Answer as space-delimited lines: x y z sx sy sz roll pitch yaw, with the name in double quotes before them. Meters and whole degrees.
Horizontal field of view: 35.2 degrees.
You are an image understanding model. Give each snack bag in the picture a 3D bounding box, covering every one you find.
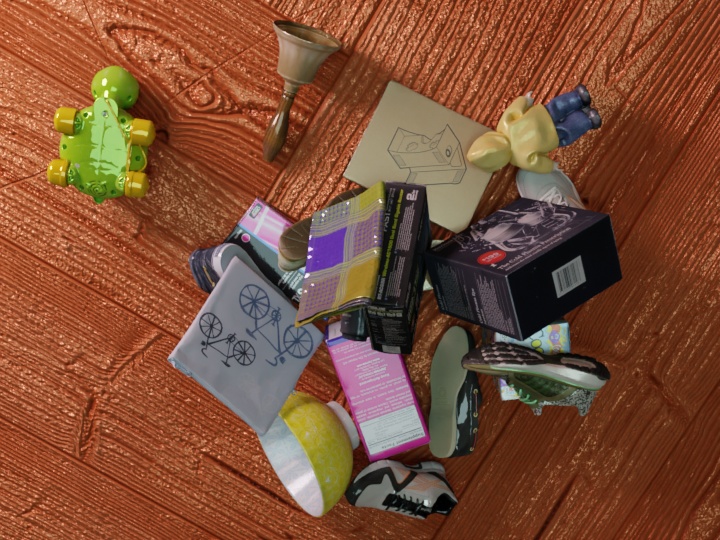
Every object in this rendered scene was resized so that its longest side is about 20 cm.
"snack bag" -0.157 0.110 1.607 0.189 0.021 0.200 43 54 -20

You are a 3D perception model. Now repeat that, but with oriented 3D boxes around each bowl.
"bowl" -0.067 0.255 1.699 0.108 0.200 0.200 -28 100 -23

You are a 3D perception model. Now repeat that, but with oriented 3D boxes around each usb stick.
"usb stick" 0.000 0.000 1.622 0.033 0.055 0.200 4 93 -42

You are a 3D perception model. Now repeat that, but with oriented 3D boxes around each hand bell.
"hand bell" -0.105 -0.251 1.655 0.104 0.104 0.200 18 111 -4

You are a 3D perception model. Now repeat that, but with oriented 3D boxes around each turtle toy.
"turtle toy" -0.364 -0.195 1.641 0.145 0.101 0.200 9 99 -3

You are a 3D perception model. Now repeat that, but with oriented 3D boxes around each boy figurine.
"boy figurine" 0.250 -0.193 1.653 0.200 0.064 0.125 -27 90 -4

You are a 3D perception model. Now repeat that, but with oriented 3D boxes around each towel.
"towel" -0.026 -0.021 1.556 0.143 0.200 0.023 -19 140 40

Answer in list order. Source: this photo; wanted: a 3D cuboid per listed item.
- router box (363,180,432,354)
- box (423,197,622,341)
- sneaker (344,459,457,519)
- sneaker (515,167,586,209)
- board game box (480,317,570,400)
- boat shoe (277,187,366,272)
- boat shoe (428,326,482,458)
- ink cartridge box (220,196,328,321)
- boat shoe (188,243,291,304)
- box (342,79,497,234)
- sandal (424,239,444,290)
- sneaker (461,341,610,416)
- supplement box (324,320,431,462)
"router box" 0.054 -0.003 1.600 0.062 0.150 0.200 6 62 11
"box" 0.226 -0.007 1.591 0.200 0.182 0.104 -29 114 -27
"sneaker" 0.067 0.332 1.701 0.200 0.080 0.074 3 128 -38
"sneaker" 0.308 -0.081 1.676 0.076 0.092 0.200 -41 98 5
"board game box" 0.237 0.108 1.654 0.103 0.200 0.105 -6 100 0
"boat shoe" -0.034 -0.060 1.679 0.200 0.063 0.073 -32 72 -22
"boat shoe" 0.149 0.186 1.740 0.063 0.074 0.202 4 90 -38
"ink cartridge box" -0.104 -0.015 1.712 0.200 0.037 0.095 36 97 -9
"boat shoe" -0.173 0.039 1.703 0.071 0.091 0.200 -49 120 -31
"box" 0.097 -0.167 1.680 0.200 0.021 0.164 26 88 -5
"sandal" 0.139 -0.006 1.698 0.211 0.070 0.078 -5 100 0
"sneaker" 0.231 0.155 1.527 0.200 0.077 0.089 10 107 0
"supplement box" 0.025 0.171 1.712 0.103 0.101 0.200 -18 100 1
